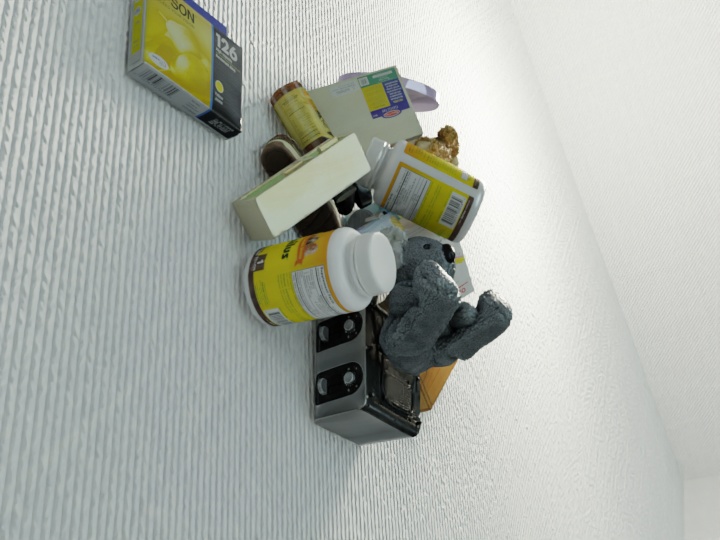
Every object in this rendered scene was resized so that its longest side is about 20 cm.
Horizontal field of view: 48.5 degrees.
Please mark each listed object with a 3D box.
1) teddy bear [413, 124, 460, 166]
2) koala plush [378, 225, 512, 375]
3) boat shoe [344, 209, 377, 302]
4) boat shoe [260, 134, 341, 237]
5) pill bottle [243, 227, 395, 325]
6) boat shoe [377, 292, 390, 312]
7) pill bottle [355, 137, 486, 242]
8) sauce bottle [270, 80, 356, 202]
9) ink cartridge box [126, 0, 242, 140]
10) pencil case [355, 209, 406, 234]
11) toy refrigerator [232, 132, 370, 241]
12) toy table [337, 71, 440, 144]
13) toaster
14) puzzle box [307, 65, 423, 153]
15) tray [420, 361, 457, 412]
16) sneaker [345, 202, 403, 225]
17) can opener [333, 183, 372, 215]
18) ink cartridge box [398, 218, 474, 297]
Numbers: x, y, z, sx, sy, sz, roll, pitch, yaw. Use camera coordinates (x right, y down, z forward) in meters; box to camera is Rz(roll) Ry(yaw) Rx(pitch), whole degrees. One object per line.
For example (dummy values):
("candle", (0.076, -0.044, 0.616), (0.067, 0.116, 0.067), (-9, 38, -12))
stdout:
("teddy bear", (0.131, -0.191, 1.407), (0.148, 0.066, 0.200), (-66, 167, 5))
("koala plush", (0.095, 0.028, 1.190), (0.175, 0.184, 0.203), (21, 38, -35))
("boat shoe", (0.000, 0.000, 1.359), (0.062, 0.070, 0.206), (40, 53, -68))
("boat shoe", (-0.084, -0.126, 1.264), (0.075, 0.073, 0.205), (-83, 150, -59))
("pill bottle", (-0.054, 0.007, 1.083), (0.109, 0.196, 0.112), (31, 53, -54))
("boat shoe", (0.054, 0.086, 1.374), (0.072, 0.064, 0.201), (55, -11, 23))
("pill bottle", (0.093, -0.133, 1.269), (0.196, 0.111, 0.110), (26, 39, -1))
("sauce bottle", (-0.073, -0.205, 1.287), (0.203, 0.065, 0.066), (60, 28, 4))
("ink cartridge box", (-0.238, -0.315, 1.113), (0.196, 0.046, 0.205), (28, 53, -52))
("pencil case", (-0.013, -0.017, 1.243), (0.198, 0.083, 0.092), (-33, 147, -34))
("toy refrigerator", (-0.085, -0.126, 1.163), (0.199, 0.075, 0.071), (-37, 110, -29))
("toy table", (0.047, -0.284, 1.483), (0.184, 0.194, 0.121), (101, -4, -81))
("toaster", (0.015, 0.159, 1.236), (0.199, 0.116, 0.185), (36, 46, -48))
("puzzle box", (-0.002, -0.260, 1.361), (0.025, 0.196, 0.136), (132, -63, -71))
("tray", (0.133, 0.176, 1.534), (0.101, 0.036, 0.200), (66, 29, -13))
("sneaker", (0.074, -0.061, 1.448), (0.199, 0.128, 0.081), (39, 33, -46))
("can opener", (-0.049, -0.192, 1.382), (0.077, 0.063, 0.204), (-20, 83, -35))
("ink cartridge box", (0.122, 0.003, 1.372), (0.115, 0.067, 0.204), (-28, 111, -20))
